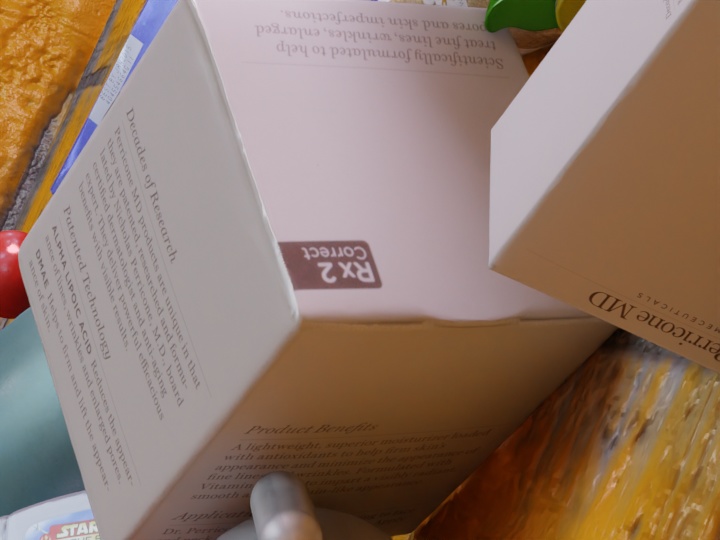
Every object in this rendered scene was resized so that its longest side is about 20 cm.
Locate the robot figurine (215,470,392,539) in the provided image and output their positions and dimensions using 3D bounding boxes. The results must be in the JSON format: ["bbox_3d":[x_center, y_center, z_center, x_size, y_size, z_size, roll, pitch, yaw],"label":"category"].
[{"bbox_3d":[-0.016,0.166,0.891,0.200,0.113,0.170,-131,26,-74],"label":"robot figurine"}]

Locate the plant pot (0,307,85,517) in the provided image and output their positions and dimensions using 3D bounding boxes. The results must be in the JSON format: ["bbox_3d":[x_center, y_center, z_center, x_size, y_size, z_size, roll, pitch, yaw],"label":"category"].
[{"bbox_3d":[-0.129,0.089,1.259,0.161,0.201,0.201,-47,22,27],"label":"plant pot"}]

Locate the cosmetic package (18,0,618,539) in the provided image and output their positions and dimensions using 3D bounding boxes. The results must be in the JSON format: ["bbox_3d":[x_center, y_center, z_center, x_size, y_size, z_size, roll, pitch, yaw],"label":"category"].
[{"bbox_3d":[-0.024,0.005,0.965,0.200,0.165,0.165,-50,51,44],"label":"cosmetic package"}]

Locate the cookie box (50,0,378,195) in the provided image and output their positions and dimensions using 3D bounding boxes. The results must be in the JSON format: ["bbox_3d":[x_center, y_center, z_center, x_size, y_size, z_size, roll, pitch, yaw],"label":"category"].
[{"bbox_3d":[-0.066,-0.095,1.332,0.200,0.075,0.171,-2,-53,-57],"label":"cookie box"}]

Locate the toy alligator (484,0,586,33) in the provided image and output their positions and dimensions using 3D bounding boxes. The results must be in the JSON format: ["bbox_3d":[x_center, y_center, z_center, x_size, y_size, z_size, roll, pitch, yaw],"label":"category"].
[{"bbox_3d":[0.145,-0.132,0.922,0.200,0.054,0.059,-25,29,26],"label":"toy alligator"}]

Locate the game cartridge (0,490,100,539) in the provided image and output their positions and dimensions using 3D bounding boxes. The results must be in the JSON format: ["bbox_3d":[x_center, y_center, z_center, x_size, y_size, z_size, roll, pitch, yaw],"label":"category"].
[{"bbox_3d":[-0.123,0.175,1.125,0.200,0.042,0.133,-11,67,21],"label":"game cartridge"}]

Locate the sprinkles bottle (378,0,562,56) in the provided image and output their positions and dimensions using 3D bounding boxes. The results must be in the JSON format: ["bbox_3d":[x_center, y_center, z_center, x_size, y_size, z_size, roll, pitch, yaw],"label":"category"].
[{"bbox_3d":[0.067,-0.140,1.174,0.068,0.068,0.200,-68,16,-11],"label":"sprinkles bottle"}]

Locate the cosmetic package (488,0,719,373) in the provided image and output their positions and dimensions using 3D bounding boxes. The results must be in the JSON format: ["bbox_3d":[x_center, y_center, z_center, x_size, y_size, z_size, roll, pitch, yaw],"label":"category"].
[{"bbox_3d":[0.136,-0.070,0.755,0.200,0.108,0.085,-56,18,36],"label":"cosmetic package"}]

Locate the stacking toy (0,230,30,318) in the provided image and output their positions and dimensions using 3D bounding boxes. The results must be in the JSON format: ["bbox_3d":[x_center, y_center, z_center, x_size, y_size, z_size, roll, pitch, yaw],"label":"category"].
[{"bbox_3d":[-0.150,0.036,1.381,0.085,0.200,0.085,-58,17,28],"label":"stacking toy"}]
